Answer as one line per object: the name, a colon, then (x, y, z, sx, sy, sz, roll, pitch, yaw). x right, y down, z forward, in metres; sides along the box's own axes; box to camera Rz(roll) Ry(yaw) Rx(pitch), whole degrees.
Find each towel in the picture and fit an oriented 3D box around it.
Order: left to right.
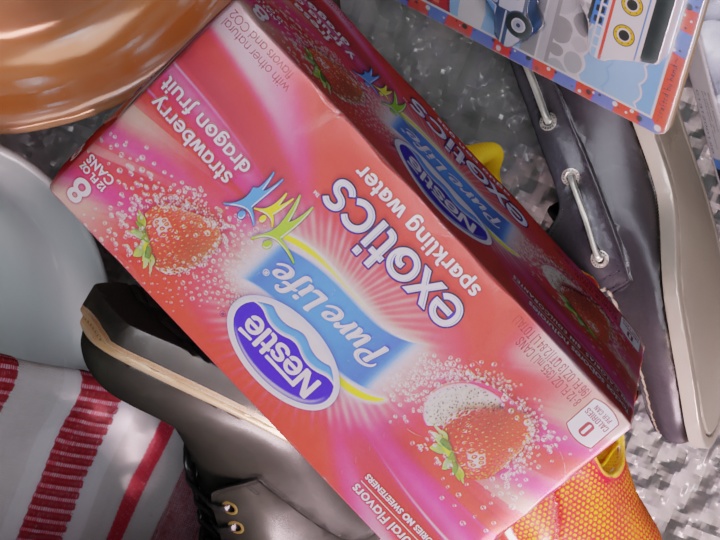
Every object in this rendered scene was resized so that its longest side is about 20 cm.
towel: (-0.133, 0.106, 0.882, 0.199, 0.023, 0.145, 15, 100, -41)

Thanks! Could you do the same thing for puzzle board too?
puzzle board: (0.066, -0.157, 0.816, 0.150, 0.017, 0.201, 30, 136, 19)

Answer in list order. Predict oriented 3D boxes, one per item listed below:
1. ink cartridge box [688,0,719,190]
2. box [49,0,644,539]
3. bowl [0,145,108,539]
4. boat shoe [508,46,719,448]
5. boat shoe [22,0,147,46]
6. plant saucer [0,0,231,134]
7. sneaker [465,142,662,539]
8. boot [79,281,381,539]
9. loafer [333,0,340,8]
ink cartridge box: (0.230, -0.095, 0.914, 0.198, 0.043, 0.200, -17, 99, -1)
box: (0.000, 0.000, 0.814, 0.100, 0.096, 0.200, -41, 95, 18)
bowl: (-0.200, 0.030, 0.868, 0.200, 0.090, 0.203, -16, 120, -31)
boat shoe: (0.102, -0.025, 0.915, 0.062, 0.073, 0.202, -9, 100, 24)
boat shoe: (-0.111, -0.180, 0.873, 0.063, 0.071, 0.202, -8, 107, -1)
plant saucer: (-0.124, -0.136, 0.797, 0.198, 0.038, 0.201, -13, 135, -13)
sneaker: (0.070, 0.046, 0.890, 0.077, 0.073, 0.201, -22, 107, 34)
boot: (-0.054, 0.100, 0.885, 0.199, 0.078, 0.139, 31, 101, -33)
loafer: (-0.038, -0.064, 0.890, 0.072, 0.071, 0.202, -8, 99, -2)
